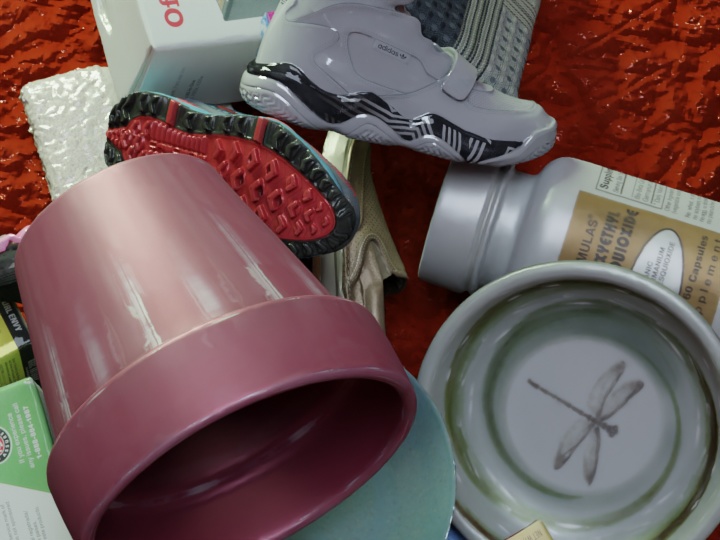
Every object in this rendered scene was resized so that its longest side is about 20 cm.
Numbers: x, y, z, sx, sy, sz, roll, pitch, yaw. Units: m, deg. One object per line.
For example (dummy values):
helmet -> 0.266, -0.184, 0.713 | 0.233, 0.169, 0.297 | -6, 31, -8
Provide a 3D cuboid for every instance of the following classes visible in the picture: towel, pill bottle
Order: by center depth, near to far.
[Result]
pill bottle -> 0.143, -0.007, 1.444 | 0.200, 0.114, 0.114 | 17, 66, 5
towel -> -0.134, -0.052, 1.494 | 0.132, 0.034, 0.200 | -16, 67, -11
towel -> 0.043, -0.215, 1.500 | 0.193, 0.035, 0.200 | 41, 38, -19

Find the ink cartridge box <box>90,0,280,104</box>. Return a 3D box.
ink cartridge box -> -0.070, -0.191, 1.507 | 0.200, 0.088, 0.145 | -8, 66, -21

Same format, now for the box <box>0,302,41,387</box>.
box -> -0.293, 0.080, 1.405 | 0.200, 0.075, 0.050 | -26, 67, -12

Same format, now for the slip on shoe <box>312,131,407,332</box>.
slip on shoe -> 0.000, 0.000, 1.453 | 0.061, 0.076, 0.200 | 3, 69, 4

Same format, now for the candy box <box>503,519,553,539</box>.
candy box -> 0.102, 0.259, 1.335 | 0.115, 0.055, 0.200 | -29, 81, -13

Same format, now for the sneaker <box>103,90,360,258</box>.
sneaker -> -0.061, -0.065, 1.408 | 0.200, 0.079, 0.095 | 27, 20, 39

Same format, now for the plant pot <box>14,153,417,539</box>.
plant pot -> -0.096, 0.044, 1.267 | 0.200, 0.200, 0.179 | -25, 64, -13

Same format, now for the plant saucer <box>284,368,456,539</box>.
plant saucer -> -0.043, 0.132, 1.352 | 0.201, 0.039, 0.201 | -3, 64, 6

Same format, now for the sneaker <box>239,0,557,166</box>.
sneaker -> 0.035, -0.133, 1.389 | 0.200, 0.075, 0.115 | 10, 105, -17

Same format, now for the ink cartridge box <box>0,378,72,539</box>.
ink cartridge box -> -0.250, 0.169, 1.327 | 0.200, 0.088, 0.145 | -20, 69, 3

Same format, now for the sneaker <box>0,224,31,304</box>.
sneaker -> -0.138, 0.024, 1.389 | 0.200, 0.079, 0.095 | 3, 76, -17

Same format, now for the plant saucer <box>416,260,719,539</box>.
plant saucer -> 0.133, 0.088, 1.389 | 0.200, 0.050, 0.200 | 3, 102, 13

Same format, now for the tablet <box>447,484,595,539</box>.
tablet -> 0.082, 0.176, 1.414 | 0.130, 0.014, 0.200 | -2, 65, -3
